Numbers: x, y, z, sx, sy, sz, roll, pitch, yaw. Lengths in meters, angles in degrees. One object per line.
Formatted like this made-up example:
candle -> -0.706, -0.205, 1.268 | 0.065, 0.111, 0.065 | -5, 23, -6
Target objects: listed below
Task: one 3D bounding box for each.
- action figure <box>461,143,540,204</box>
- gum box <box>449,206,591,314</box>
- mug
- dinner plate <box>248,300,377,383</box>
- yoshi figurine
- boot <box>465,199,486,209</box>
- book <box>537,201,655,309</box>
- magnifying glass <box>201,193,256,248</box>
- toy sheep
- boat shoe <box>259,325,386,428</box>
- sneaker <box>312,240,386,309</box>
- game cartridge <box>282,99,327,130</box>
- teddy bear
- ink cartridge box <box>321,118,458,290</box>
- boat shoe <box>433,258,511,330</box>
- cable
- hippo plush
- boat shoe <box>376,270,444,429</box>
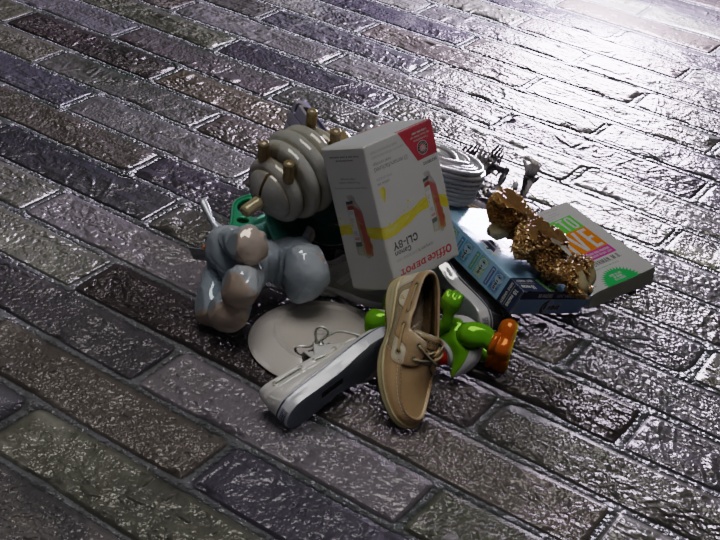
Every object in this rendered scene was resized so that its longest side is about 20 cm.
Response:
action figure -> 0.224, -0.150, 2.011 | 0.119, 0.102, 0.200 | 10, 27, -21
gum box -> 0.211, -0.016, 1.769 | 0.170, 0.045, 0.200 | 2, 36, -47
mug -> -0.067, -0.101, 1.832 | 0.185, 0.152, 0.114 | 16, 28, 10
dinner plate -> -0.051, 0.090, 1.655 | 0.200, 0.024, 0.200 | 4, 33, -3
yoshi figurine -> 0.108, 0.066, 1.639 | 0.200, 0.113, 0.112 | 12, 19, 5
boot -> 0.103, -0.072, 1.885 | 0.200, 0.078, 0.138 | 13, 37, 3
book -> 0.331, -0.021, 1.884 | 0.133, 0.048, 0.200 | -20, 42, -29
magnifying glass -> -0.185, -0.070, 1.888 | 0.079, 0.022, 0.200 | 18, 35, 17
toy sheep -> -0.088, -0.134, 1.673 | 0.200, 0.138, 0.138 | -33, 48, -27
boat shoe -> -0.048, 0.115, 1.554 | 0.202, 0.075, 0.086 | -35, 61, -30
sneaker -> 0.000, 0.000, 1.749 | 0.200, 0.082, 0.075 | 6, 32, 0
game cartridge -> -0.085, -0.174, 1.970 | 0.038, 0.130, 0.200 | 6, 29, -27
teddy bear -> 0.249, -0.030, 1.722 | 0.200, 0.067, 0.145 | 35, 29, -7
ink cartridge box -> 0.044, -0.089, 1.657 | 0.083, 0.200, 0.145 | 2, 22, 43
boat shoe -> 0.143, 0.017, 1.758 | 0.068, 0.072, 0.200 | -14, 40, -28
cable -> 0.084, -0.156, 1.816 | 0.200, 0.069, 0.200 | 23, 16, 11
hippo plush -> -0.133, 0.010, 1.678 | 0.161, 0.160, 0.200 | 11, 10, -28
boat shoe -> 0.067, 0.096, 1.534 | 0.071, 0.200, 0.064 | 16, -24, -39
